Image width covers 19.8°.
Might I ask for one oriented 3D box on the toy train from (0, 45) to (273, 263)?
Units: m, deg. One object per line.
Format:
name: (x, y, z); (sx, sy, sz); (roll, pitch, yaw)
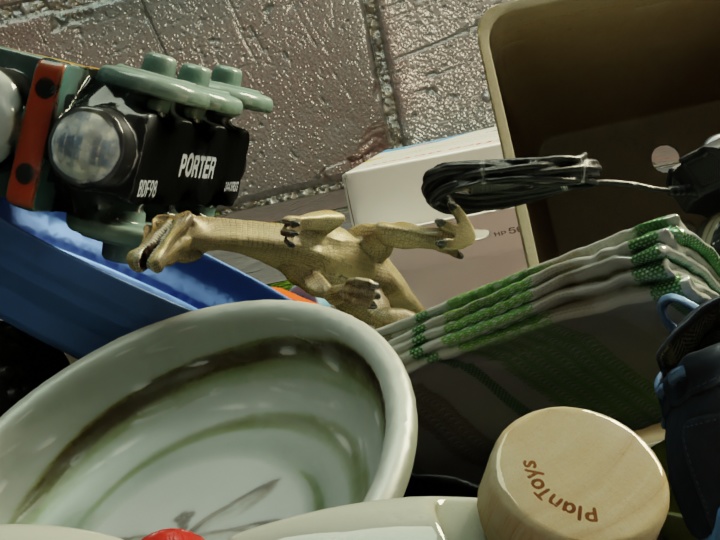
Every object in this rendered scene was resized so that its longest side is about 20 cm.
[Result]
toy train: (-0.109, -0.054, 0.868); (0.113, 0.086, 0.200); (13, 5, 10)

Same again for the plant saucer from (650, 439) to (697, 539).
plant saucer: (0.191, 0.070, 0.724); (0.199, 0.031, 0.200); (-13, 6, 1)

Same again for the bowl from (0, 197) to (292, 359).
bowl: (-0.100, 0.010, 0.890); (0.200, 0.040, 0.201); (25, 5, -2)

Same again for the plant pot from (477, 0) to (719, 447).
plant pot: (0.163, -0.025, 0.964); (0.199, 0.201, 0.177); (-12, -6, -3)

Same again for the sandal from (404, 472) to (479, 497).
sandal: (0.036, 0.096, 0.722); (0.075, 0.045, 0.199); (-18, 9, -40)

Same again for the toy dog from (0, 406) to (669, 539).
toy dog: (-0.008, 0.106, 0.530); (0.199, 0.132, 0.097); (-17, 45, -3)

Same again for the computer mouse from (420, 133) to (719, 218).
computer mouse: (0.119, -0.044, 0.830); (0.199, 0.034, 0.059); (-1, -14, -20)

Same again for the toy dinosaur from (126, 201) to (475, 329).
toy dinosaur: (0.000, 0.000, 0.825); (0.101, 0.059, 0.200); (8, -9, 41)

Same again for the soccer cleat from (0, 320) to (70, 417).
soccer cleat: (-0.191, 0.071, 0.790); (0.073, 0.069, 0.200); (-18, 6, 39)

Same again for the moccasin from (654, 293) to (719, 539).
moccasin: (0.133, 0.037, 0.661); (0.080, 0.069, 0.200); (-14, 2, 7)

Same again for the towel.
towel: (0.061, 0.049, 0.795); (0.199, 0.031, 0.149); (-23, -31, 23)

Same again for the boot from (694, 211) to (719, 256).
boot: (0.244, -0.007, 0.786); (0.202, 0.074, 0.154); (7, -17, -9)

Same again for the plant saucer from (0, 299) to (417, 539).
plant saucer: (-0.065, 0.094, 0.713); (0.199, 0.050, 0.201); (-20, 33, 13)

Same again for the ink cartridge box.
ink cartridge box: (0.072, -0.019, 1.293); (0.128, 0.126, 0.200); (-11, 7, 12)

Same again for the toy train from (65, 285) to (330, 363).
toy train: (-0.049, 0.060, 1.009); (0.150, 0.056, 0.200); (21, 21, 27)
